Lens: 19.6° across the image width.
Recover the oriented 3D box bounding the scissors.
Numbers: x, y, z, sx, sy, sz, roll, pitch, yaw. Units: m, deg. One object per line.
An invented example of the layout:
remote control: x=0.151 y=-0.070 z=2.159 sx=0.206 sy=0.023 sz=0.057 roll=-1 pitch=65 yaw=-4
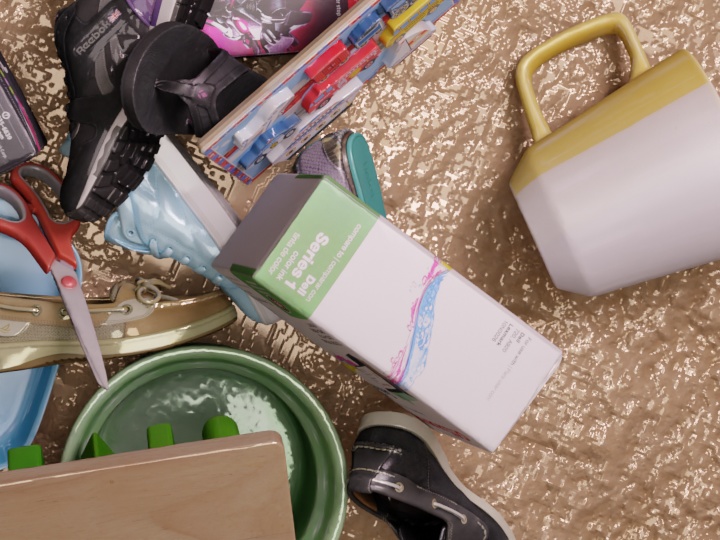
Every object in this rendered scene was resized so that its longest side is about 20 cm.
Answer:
scissors: x=-0.194 y=-0.001 z=1.398 sx=0.073 sy=0.200 sz=0.014 roll=-17 pitch=144 yaw=-37

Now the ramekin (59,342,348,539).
ramekin: x=-0.112 y=0.145 z=1.462 sx=0.199 sy=0.098 sz=0.201 roll=-1 pitch=96 yaw=-7

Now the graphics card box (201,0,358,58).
graphics card box: x=-0.089 y=-0.210 z=1.451 sx=0.199 sy=0.051 sz=0.126 roll=-4 pitch=98 yaw=-6

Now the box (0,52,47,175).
box: x=-0.279 y=-0.109 z=1.361 sx=0.106 sy=0.200 sz=0.122 roll=-27 pitch=99 yaw=-4

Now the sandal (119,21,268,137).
sandal: x=-0.095 y=-0.118 z=1.389 sx=0.048 sy=0.200 sz=0.076 roll=15 pitch=91 yaw=24

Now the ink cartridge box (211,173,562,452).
ink cartridge box: x=0.015 y=0.026 z=1.373 sx=0.200 sy=0.145 sz=0.084 roll=37 pitch=84 yaw=-14

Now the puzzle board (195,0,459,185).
puzzle board: x=-0.015 y=-0.132 z=1.403 sx=0.200 sy=0.151 sz=0.017 roll=-40 pitch=79 yaw=3

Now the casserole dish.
casserole dish: x=-0.269 y=0.046 z=1.462 sx=0.121 sy=0.039 sz=0.200 roll=17 pitch=95 yaw=-9

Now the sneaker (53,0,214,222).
sneaker: x=-0.170 y=-0.133 z=1.396 sx=0.087 sy=0.076 sz=0.200 roll=22 pitch=87 yaw=14

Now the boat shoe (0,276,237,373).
boat shoe: x=-0.185 y=0.029 z=1.419 sx=0.200 sy=0.073 sz=0.063 roll=-8 pitch=92 yaw=3

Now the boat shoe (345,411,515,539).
boat shoe: x=0.050 y=0.182 z=1.471 sx=0.072 sy=0.068 sz=0.200 roll=-11 pitch=136 yaw=30

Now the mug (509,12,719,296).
mug: x=0.186 y=-0.068 z=1.476 sx=0.153 sy=0.187 sz=0.150 roll=-25 pitch=131 yaw=5

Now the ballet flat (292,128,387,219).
ballet flat: x=0.000 y=0.000 z=1.485 sx=0.072 sy=0.072 sz=0.201 roll=-20 pitch=98 yaw=-5

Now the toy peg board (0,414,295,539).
toy peg board: x=-0.143 y=0.194 z=1.380 sx=0.199 sy=0.098 sz=0.200 roll=-8 pitch=113 yaw=-5

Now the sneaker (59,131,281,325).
sneaker: x=-0.133 y=-0.031 z=1.459 sx=0.082 sy=0.074 sz=0.200 roll=-38 pitch=90 yaw=4
